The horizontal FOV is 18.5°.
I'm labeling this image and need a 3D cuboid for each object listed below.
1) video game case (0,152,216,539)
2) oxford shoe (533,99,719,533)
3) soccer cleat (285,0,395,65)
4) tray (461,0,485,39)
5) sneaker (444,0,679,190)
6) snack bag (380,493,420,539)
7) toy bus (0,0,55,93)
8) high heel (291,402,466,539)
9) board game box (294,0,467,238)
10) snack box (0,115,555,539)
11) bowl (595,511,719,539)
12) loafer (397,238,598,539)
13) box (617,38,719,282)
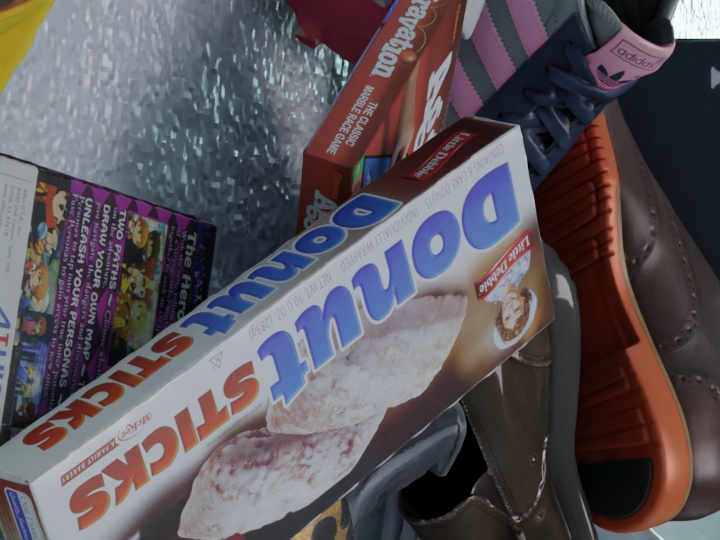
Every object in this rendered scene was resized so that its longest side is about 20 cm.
[{"bbox_3d":[-0.105,0.070,0.595,0.181,0.036,0.201,16,80,-65],"label":"video game case"},{"bbox_3d":[0.099,0.001,0.853,0.072,0.071,0.201,-1,74,-39],"label":"oxford shoe"},{"bbox_3d":[-0.009,-0.149,0.720,0.077,0.067,0.200,-55,139,-27],"label":"soccer cleat"},{"bbox_3d":[0.029,-0.191,0.766,0.107,0.022,0.201,61,23,-57],"label":"tray"},{"bbox_3d":[0.067,-0.075,0.782,0.070,0.082,0.200,8,116,-35],"label":"sneaker"},{"bbox_3d":[0.055,0.060,0.938,0.200,0.021,0.189,18,79,-69],"label":"snack bag"},{"bbox_3d":[-0.153,-0.060,0.385,0.192,0.135,0.200,-63,149,-7],"label":"toy bus"},{"bbox_3d":[-0.035,0.138,0.723,0.142,0.071,0.201,-18,127,-56],"label":"high heel"},{"bbox_3d":[0.000,0.000,0.749,0.200,0.019,0.103,98,14,-48],"label":"board game box"},{"bbox_3d":[-0.018,0.032,0.631,0.200,0.024,0.072,-37,126,-35],"label":"snack box"},{"bbox_3d":[0.158,0.134,1.045,0.091,0.201,0.201,-57,166,25],"label":"bowl"},{"bbox_3d":[0.039,0.079,0.813,0.071,0.073,0.201,-23,120,-29],"label":"loafer"},{"bbox_3d":[0.138,-0.027,0.969,0.200,0.107,0.149,-16,106,-73],"label":"box"}]
